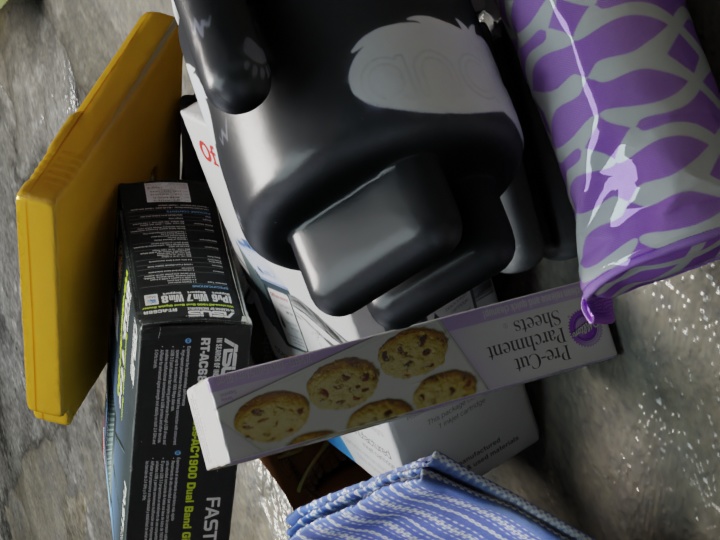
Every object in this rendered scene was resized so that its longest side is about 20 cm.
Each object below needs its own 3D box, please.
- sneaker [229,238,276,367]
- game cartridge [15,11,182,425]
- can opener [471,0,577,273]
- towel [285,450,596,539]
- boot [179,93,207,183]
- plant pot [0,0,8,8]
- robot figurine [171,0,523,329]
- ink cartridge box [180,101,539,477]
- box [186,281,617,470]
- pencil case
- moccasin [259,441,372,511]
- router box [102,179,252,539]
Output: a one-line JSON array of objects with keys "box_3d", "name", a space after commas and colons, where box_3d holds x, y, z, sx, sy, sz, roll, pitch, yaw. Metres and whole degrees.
[{"box_3d": [-0.050, -0.014, 1.003, 0.087, 0.074, 0.202, 133, 134, -78], "name": "sneaker"}, {"box_3d": [-0.154, -0.031, 1.022, 0.200, 0.032, 0.177, -65, -15, -49], "name": "game cartridge"}, {"box_3d": [0.068, -0.102, 0.781, 0.067, 0.053, 0.202, -15, 89, 66], "name": "can opener"}, {"box_3d": [0.051, 0.148, 0.857, 0.024, 0.144, 0.200, -66, 13, -24], "name": "towel"}, {"box_3d": [-0.096, -0.021, 1.140, 0.165, 0.065, 0.202, -120, 29, -78], "name": "boot"}, {"box_3d": [-0.400, -0.305, 1.549, 0.190, 0.198, 0.202, -161, 61, -76], "name": "plant pot"}, {"box_3d": [-0.008, -0.078, 0.708, 0.150, 0.124, 0.201, 94, 158, -66], "name": "robot figurine"}, {"box_3d": [0.000, 0.000, 0.882, 0.146, 0.086, 0.201, 29, 145, 58], "name": "ink cartridge box"}, {"box_3d": [0.021, 0.046, 0.776, 0.039, 0.199, 0.042, 151, 105, -67], "name": "box"}, {"box_3d": [0.094, -0.087, 0.694, 0.085, 0.084, 0.201, -27, 73, 29], "name": "pencil case"}, {"box_3d": [-0.018, 0.105, 1.047, 0.201, 0.073, 0.078, -137, 33, -65], "name": "moccasin"}, {"box_3d": [-0.109, 0.071, 0.976, 0.150, 0.062, 0.201, -112, 25, -56], "name": "router box"}]
